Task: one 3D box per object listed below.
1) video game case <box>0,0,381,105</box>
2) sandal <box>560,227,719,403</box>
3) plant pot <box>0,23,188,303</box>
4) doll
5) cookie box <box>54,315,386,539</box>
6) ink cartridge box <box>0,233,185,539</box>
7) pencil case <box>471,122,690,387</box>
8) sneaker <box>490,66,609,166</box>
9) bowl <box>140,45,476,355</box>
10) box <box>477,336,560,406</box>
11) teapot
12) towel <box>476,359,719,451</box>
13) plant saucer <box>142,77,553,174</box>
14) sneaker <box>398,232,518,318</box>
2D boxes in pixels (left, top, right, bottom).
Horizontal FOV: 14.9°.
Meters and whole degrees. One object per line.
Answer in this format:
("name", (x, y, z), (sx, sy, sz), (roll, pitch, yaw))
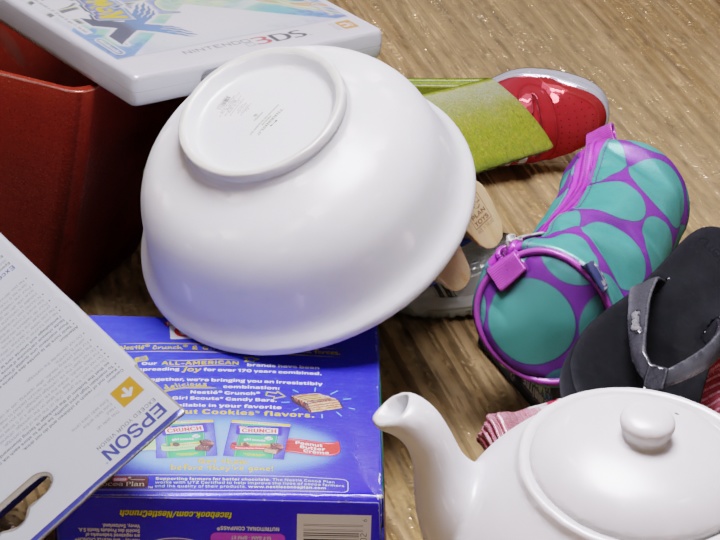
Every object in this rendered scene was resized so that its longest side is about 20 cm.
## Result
("video game case", (-0.117, -0.157, 1.670), (0.182, 0.022, 0.200), (-14, 32, -36))
("sandal", (0.169, 0.032, 1.505), (0.076, 0.043, 0.200), (35, 45, 3))
("plant pot", (-0.219, -0.083, 1.725), (0.199, 0.177, 0.200), (14, 27, 17))
("doll", (0.000, 0.000, 1.641), (0.199, 0.049, 0.137), (-20, 23, 48))
("cookie box", (-0.070, 0.100, 1.476), (0.170, 0.076, 0.200), (1, 26, 0))
("ink cartridge box", (-0.210, 0.091, 1.399), (0.196, 0.043, 0.200), (-41, 53, -11))
("pencil case", (0.134, -0.010, 1.634), (0.085, 0.093, 0.200), (-24, 12, 27))
("sneaker", (0.074, -0.090, 1.901), (0.198, 0.072, 0.113), (-4, 21, 4))
("bowl", (-0.041, -0.059, 1.523), (0.200, 0.091, 0.202), (-11, 47, 12))
("box", (0.156, 0.066, 1.623), (0.109, 0.035, 0.200), (-7, 27, -19))
("teapot", (0.134, 0.125, 1.332), (0.199, 0.147, 0.197), (-21, 46, -33))
("towel", (0.181, 0.107, 1.498), (0.199, 0.023, 0.144), (-16, 49, -27))
("plant saucer", (-0.005, -0.089, 1.687), (0.198, 0.048, 0.200), (2, 8, 23))
("sneaker", (0.014, -0.025, 1.740), (0.198, 0.088, 0.076), (4, 23, -1))
